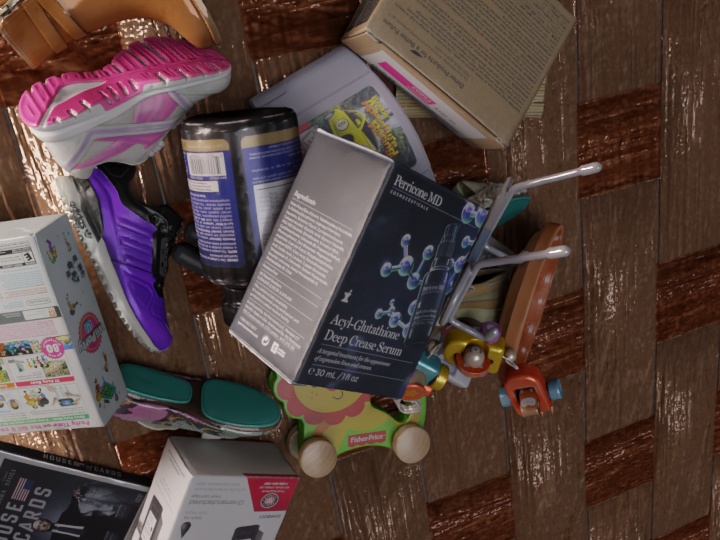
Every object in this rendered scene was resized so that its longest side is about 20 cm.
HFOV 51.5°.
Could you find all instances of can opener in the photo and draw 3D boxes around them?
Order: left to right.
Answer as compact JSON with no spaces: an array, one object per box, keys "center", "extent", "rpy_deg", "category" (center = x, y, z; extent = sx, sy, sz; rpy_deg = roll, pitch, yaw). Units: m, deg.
[{"center":[-0.109,0.009,0.826],"extent":[0.199,0.067,0.054],"rpy_deg":[29,98,-14],"category":"can opener"}]

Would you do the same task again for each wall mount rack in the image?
[{"center":[0.151,-0.026,0.730],"extent":[0.074,0.201,0.174],"rpy_deg":[27,144,4],"category":"wall mount rack"}]

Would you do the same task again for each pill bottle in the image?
[{"center":[-0.105,-0.050,0.722],"extent":[0.111,0.112,0.201],"rpy_deg":[-11,108,-18],"category":"pill bottle"}]

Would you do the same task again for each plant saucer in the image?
[{"center":[0.200,0.038,0.898],"extent":[0.032,0.200,0.202],"rpy_deg":[18,106,18],"category":"plant saucer"}]

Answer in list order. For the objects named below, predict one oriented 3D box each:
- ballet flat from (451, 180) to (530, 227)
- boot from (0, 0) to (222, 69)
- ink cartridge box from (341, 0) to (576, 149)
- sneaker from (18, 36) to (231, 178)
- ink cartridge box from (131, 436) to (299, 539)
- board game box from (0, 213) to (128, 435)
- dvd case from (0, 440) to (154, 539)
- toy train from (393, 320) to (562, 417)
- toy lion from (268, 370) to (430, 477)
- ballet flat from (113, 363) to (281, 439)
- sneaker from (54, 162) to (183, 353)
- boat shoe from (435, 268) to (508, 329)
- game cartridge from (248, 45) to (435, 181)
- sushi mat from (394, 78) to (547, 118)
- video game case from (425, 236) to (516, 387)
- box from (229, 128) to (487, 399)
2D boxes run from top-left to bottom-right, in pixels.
[{"center":[0.111,-0.068,0.849],"extent":[0.199,0.072,0.072],"rpy_deg":[-26,118,-30],"category":"ballet flat"},{"center":[-0.238,-0.234,0.665],"extent":[0.200,0.074,0.155],"rpy_deg":[43,85,-14],"category":"boot"},{"center":[0.105,-0.250,0.775],"extent":[0.199,0.075,0.165],"rpy_deg":[34,84,-25],"category":"ink cartridge box"},{"center":[-0.213,-0.154,0.709],"extent":[0.199,0.081,0.089],"rpy_deg":[-26,144,-21],"category":"sneaker"},{"center":[-0.178,0.304,0.870],"extent":[0.145,0.083,0.201],"rpy_deg":[13,104,-38],"category":"ink cartridge box"},{"center":[-0.329,0.057,0.715],"extent":[0.146,0.064,0.201],"rpy_deg":[-6,112,10],"category":"board game box"},{"center":[-0.341,0.285,0.846],"extent":[0.199,0.025,0.151],"rpy_deg":[24,99,-28],"category":"dvd case"},{"center":[0.115,0.131,0.827],"extent":[0.199,0.056,0.151],"rpy_deg":[-11,127,21],"category":"toy train"},{"center":[-0.013,0.143,0.908],"extent":[0.199,0.069,0.193],"rpy_deg":[-2,102,-21],"category":"toy lion"},{"center":[-0.190,0.156,0.840],"extent":[0.199,0.069,0.071],"rpy_deg":[16,128,-18],"category":"ballet flat"},{"center":[-0.216,-0.017,0.747],"extent":[0.099,0.069,0.201],"rpy_deg":[-27,107,-18],"category":"sneaker"},{"center":[0.088,0.018,0.825],"extent":[0.199,0.072,0.077],"rpy_deg":[-1,112,-41],"category":"boat shoe"},{"center":[-0.008,-0.124,0.775],"extent":[0.133,0.041,0.201],"rpy_deg":[-33,92,-12],"category":"game cartridge"},{"center":[0.131,-0.221,0.851],"extent":[0.199,0.012,0.096],"rpy_deg":[-5,110,-20],"category":"sushi mat"},{"center":[0.086,0.017,0.883],"extent":[0.199,0.023,0.183],"rpy_deg":[30,76,-28],"category":"video game case"},{"center":[0.000,0.000,0.677],"extent":[0.148,0.107,0.201],"rpy_deg":[18,99,-47],"category":"box"}]
